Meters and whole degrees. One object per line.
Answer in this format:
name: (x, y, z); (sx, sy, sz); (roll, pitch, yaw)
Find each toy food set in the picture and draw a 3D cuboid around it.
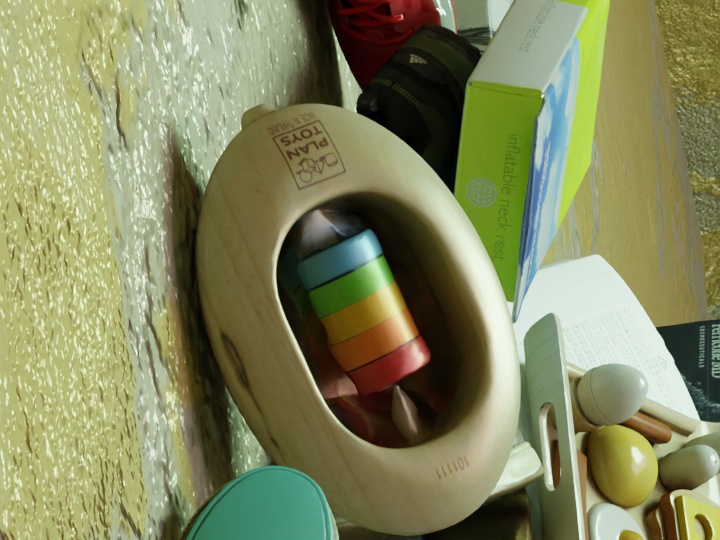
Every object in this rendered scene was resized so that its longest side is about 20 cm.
toy food set: (0.164, 0.116, 1.377); (0.200, 0.060, 0.144); (24, 50, -41)

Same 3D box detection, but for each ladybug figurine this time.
ladybug figurine: (-0.007, 0.021, 1.141); (0.072, 0.136, 0.200); (-22, -90, 65)

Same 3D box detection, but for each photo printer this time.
photo printer: (0.114, 0.077, 1.457); (0.200, 0.069, 0.167); (-15, 76, -54)

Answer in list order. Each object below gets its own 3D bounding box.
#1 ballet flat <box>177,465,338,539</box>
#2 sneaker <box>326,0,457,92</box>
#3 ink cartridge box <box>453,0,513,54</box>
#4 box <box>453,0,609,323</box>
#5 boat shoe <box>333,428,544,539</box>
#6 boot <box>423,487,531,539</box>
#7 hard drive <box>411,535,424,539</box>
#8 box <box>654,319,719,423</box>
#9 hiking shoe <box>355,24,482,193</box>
ballet flat: (-0.050, 0.156, 1.003); (0.200, 0.071, 0.071); (-80, 160, -56)
sneaker: (-0.009, -0.156, 1.403); (0.116, 0.078, 0.200); (-53, 134, -52)
ink cartridge box: (0.057, -0.126, 1.610); (0.146, 0.084, 0.200); (50, 35, -69)
box: (0.089, -0.072, 1.369); (0.200, 0.048, 0.122); (-59, 157, -58)
boat shoe: (0.010, 0.096, 1.233); (0.200, 0.073, 0.065); (-9, 70, -56)
boot: (0.066, 0.212, 1.287); (0.200, 0.072, 0.155); (-78, 159, -65)
hard drive: (0.039, 0.191, 1.428); (0.132, 0.025, 0.200); (-98, 177, -72)
box: (0.155, 0.133, 1.646); (0.197, 0.200, 0.118); (-76, 156, -62)
hiking shoe: (0.014, -0.036, 1.419); (0.101, 0.076, 0.200); (-33, 140, -37)
